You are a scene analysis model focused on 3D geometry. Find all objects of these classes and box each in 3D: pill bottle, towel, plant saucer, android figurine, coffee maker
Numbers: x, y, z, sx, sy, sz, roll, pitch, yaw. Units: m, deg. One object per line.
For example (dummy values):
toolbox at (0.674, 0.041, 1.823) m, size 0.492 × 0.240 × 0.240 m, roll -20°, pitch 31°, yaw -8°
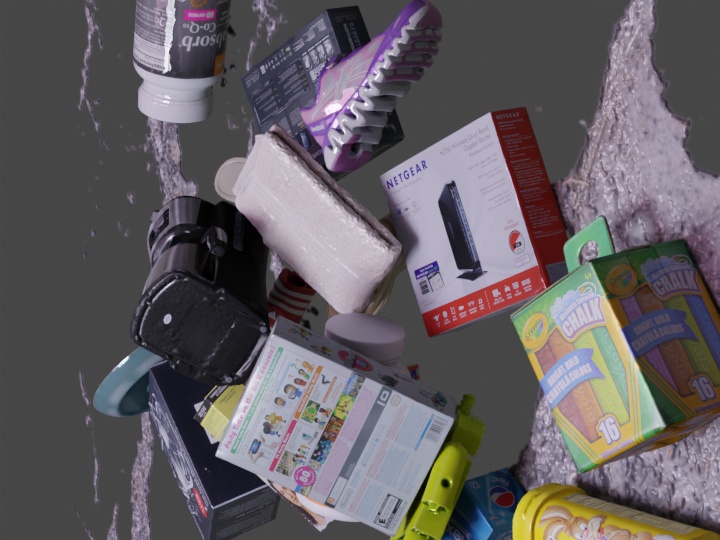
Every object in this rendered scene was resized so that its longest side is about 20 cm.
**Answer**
pill bottle at (-0.218, -0.290, 1.858) m, size 0.116 × 0.116 × 0.201 m, roll 36°, pitch 128°, yaw 44°
towel at (-0.050, -0.050, 1.609) m, size 0.200 × 0.034 × 0.133 m, roll 43°, pitch 142°, yaw 10°
plant saucer at (-0.251, 0.129, 1.959) m, size 0.027 × 0.200 × 0.200 m, roll 53°, pitch 139°, yaw 17°
pill bottle at (-0.006, 0.154, 1.617) m, size 0.113 × 0.113 × 0.201 m, roll 28°, pitch 118°, yaw 47°
android figurine at (0.076, 0.223, 1.574) m, size 0.182 × 0.041 × 0.201 m, roll 122°, pitch 171°, yaw -71°
coffee maker at (-0.156, 0.031, 1.684) m, size 0.192 × 0.134 × 0.200 m, roll 52°, pitch -163°, yaw -25°

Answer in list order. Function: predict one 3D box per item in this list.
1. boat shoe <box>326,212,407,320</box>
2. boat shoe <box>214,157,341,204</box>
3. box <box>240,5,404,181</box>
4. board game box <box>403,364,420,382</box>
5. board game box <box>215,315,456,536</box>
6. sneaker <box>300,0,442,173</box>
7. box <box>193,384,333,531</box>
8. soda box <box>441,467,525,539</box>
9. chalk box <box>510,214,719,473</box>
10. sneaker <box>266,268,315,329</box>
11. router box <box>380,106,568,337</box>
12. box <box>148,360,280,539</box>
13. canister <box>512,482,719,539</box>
boat shoe at (0.000, 0.000, 1.680) m, size 0.074 × 0.069 × 0.200 m, roll 60°, pitch 141°, yaw 23°
boat shoe at (-0.072, -0.076, 1.712) m, size 0.199 × 0.063 × 0.073 m, roll 21°, pitch 83°, yaw 33°
box at (-0.046, -0.183, 1.703) m, size 0.200 × 0.051 × 0.159 m, roll -28°, pitch 79°, yaw 54°
board game box at (0.003, 0.184, 1.751) m, size 0.200 × 0.046 × 0.152 m, roll -5°, pitch 96°, yaw 54°
board game box at (-0.024, 0.156, 1.527) m, size 0.064 × 0.199 × 0.148 m, roll -77°, pitch 13°, yaw -72°
sneaker at (0.004, -0.201, 1.563) m, size 0.088 × 0.080 × 0.200 m, roll 46°, pitch 114°, yaw 25°
box at (-0.097, 0.207, 1.738) m, size 0.200 × 0.050 × 0.075 m, roll 41°, pitch 151°, yaw 5°
soda box at (0.109, 0.298, 1.618) m, size 0.064 × 0.068 × 0.200 m, roll 55°, pitch 139°, yaw 29°
chalk box at (0.227, 0.054, 1.334) m, size 0.124 × 0.123 × 0.201 m, roll -43°, pitch 65°, yaw 50°
sneaker at (-0.090, 0.071, 1.839) m, size 0.078 × 0.116 × 0.200 m, roll 32°, pitch 161°, yaw 3°
router box at (0.115, -0.044, 1.525) m, size 0.200 × 0.049 × 0.180 m, roll -27°, pitch 78°, yaw 54°
box at (-0.184, 0.221, 1.926) m, size 0.201 × 0.104 × 0.182 m, roll 63°, pitch 163°, yaw 20°
canister at (0.242, 0.290, 1.418) m, size 0.200 × 0.086 × 0.149 m, roll 8°, pitch 107°, yaw 51°
